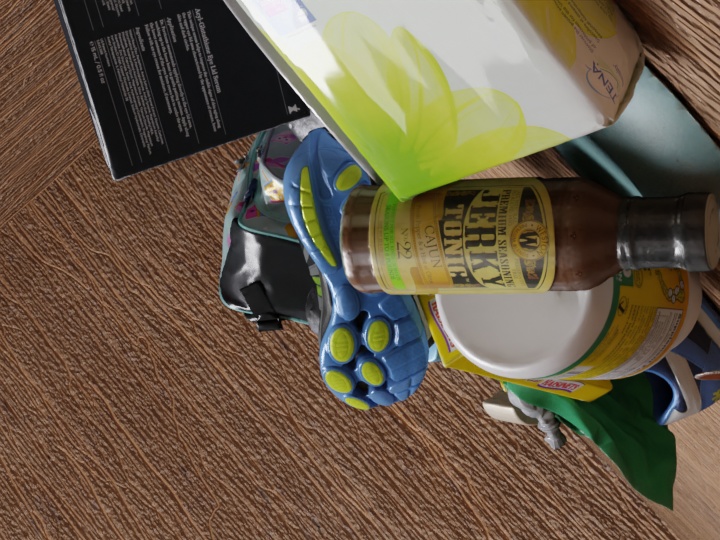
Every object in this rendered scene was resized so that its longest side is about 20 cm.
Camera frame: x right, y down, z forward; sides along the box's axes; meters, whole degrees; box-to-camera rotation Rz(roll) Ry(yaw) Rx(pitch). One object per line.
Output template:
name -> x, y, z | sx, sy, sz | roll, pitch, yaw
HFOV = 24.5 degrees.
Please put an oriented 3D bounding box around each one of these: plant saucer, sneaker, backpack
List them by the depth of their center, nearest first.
plant saucer -> 0.145, -0.070, 0.929 | 0.201, 0.039, 0.201 | 47, 178, 3
sneaker -> 0.000, 0.000, 1.031 | 0.083, 0.071, 0.200 | -85, -16, -60
sneaker -> 0.191, 0.025, 1.170 | 0.200, 0.082, 0.074 | 49, 180, -8
backpack -> -0.018, -0.050, 1.316 | 0.175, 0.154, 0.200 | 11, -152, -5

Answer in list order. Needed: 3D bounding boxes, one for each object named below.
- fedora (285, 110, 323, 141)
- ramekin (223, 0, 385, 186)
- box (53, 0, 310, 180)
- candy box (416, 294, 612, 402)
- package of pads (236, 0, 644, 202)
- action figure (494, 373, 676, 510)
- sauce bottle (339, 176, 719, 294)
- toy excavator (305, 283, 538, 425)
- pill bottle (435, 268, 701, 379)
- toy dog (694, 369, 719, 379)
fedora -> -0.001, -0.131, 1.206 | 0.200, 0.092, 0.201 | 34, -155, -19
ramekin -> 0.005, -0.145, 0.981 | 0.200, 0.105, 0.200 | 50, -174, -7
box -> -0.127, -0.179, 1.079 | 0.079, 0.141, 0.200 | -122, 17, -60
candy box -> 0.097, 0.027, 1.094 | 0.200, 0.026, 0.102 | 17, -136, -55
package of pads -> 0.027, -0.138, 0.805 | 0.154, 0.068, 0.200 | -17, 123, 44
action figure -> 0.151, 0.090, 1.193 | 0.200, 0.055, 0.118 | 30, -137, -33
sauce bottle -> 0.089, -0.020, 0.882 | 0.200, 0.065, 0.065 | -3, 153, 23
toy excavator -> 0.068, 0.025, 1.199 | 0.100, 0.200, 0.195 | 6, 100, 52
pill bottle -> 0.138, 0.011, 1.025 | 0.113, 0.113, 0.200 | 47, -160, 26
toy dog -> 0.253, 0.093, 0.948 | 0.132, 0.096, 0.200 | 47, 178, 18
